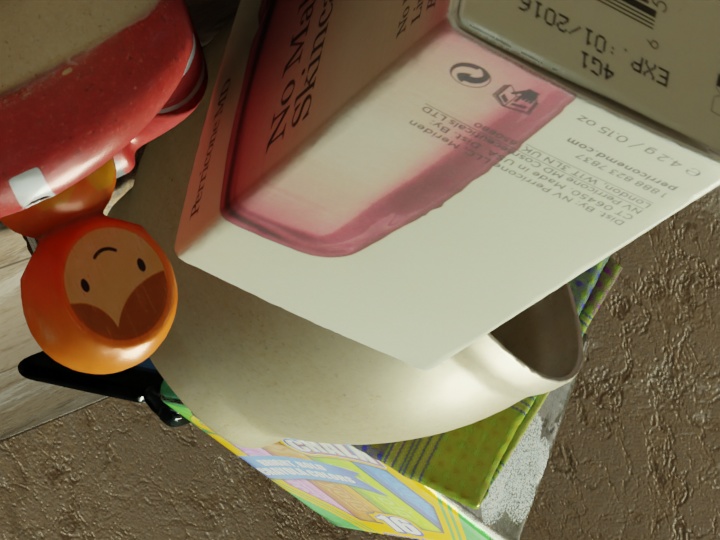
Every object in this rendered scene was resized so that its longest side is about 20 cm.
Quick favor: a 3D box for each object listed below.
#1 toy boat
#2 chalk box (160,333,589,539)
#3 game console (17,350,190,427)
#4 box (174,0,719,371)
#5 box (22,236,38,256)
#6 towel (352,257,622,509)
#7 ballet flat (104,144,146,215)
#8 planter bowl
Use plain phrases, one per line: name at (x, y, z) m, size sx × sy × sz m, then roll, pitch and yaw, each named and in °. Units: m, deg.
toy boat at (-0.102, -0.028, 0.865) m, size 0.130 × 0.131 × 0.200 m, roll -25°, pitch 177°, yaw -1°
chalk box at (-0.004, 0.035, 1.260) m, size 0.123 × 0.125 × 0.200 m, roll 4°, pitch 154°, yaw 41°
game console at (-0.061, 0.000, 1.427) m, size 0.200 × 0.116 × 0.176 m, roll -23°, pitch 147°, yaw -46°
box at (0.036, -0.070, 0.869) m, size 0.109 × 0.128 × 0.200 m, roll 24°, pitch 150°, yaw -19°
box at (-0.076, -0.045, 1.373) m, size 0.199 × 0.075 × 0.100 m, roll -26°, pitch 177°, yaw -10°
towel at (0.000, 0.000, 1.167) m, size 0.144 × 0.199 × 0.023 m, roll -58°, pitch 177°, yaw -12°
ballet flat at (-0.114, -0.045, 1.163) m, size 0.067 × 0.068 × 0.200 m, roll -41°, pitch 180°, yaw -8°
planter bowl at (-0.019, -0.010, 1.073) m, size 0.134 × 0.201 × 0.200 m, roll -32°, pitch 175°, yaw 17°
